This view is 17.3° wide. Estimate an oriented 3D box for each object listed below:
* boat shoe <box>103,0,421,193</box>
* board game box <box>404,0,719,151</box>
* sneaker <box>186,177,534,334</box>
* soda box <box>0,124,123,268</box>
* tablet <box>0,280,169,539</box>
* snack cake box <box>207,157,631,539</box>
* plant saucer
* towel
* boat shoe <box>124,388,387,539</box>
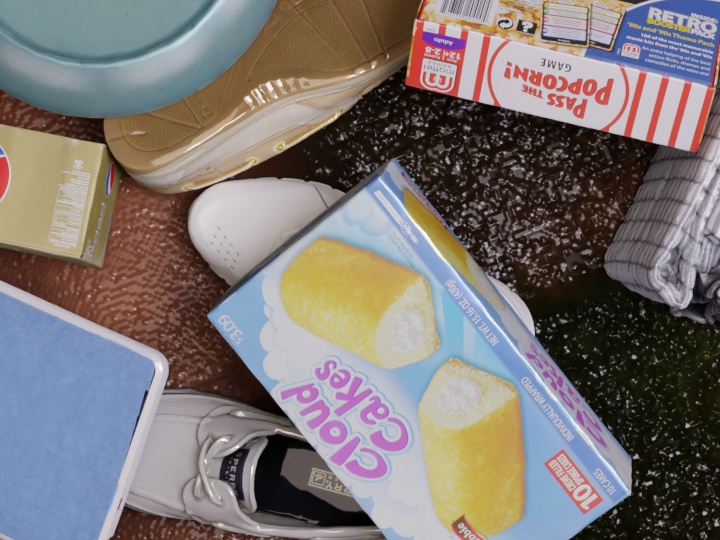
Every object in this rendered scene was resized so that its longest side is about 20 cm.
[{"bbox_3d":[-0.043,-0.104,1.276,0.199,0.069,0.074,-26,69,-3],"label":"boat shoe"},{"bbox_3d":[0.118,-0.158,1.221,0.150,0.046,0.201,14,46,5],"label":"board game box"},{"bbox_3d":[0.000,0.000,1.257,0.199,0.087,0.075,21,89,6],"label":"sneaker"},{"bbox_3d":[-0.233,-0.053,1.285,0.199,0.068,0.064,12,87,5],"label":"soda box"},{"bbox_3d":[-0.208,0.069,1.277,0.199,0.014,0.131,23,100,16],"label":"tablet"},{"bbox_3d":[0.031,0.059,1.183,0.115,0.067,0.200,-38,95,12],"label":"snack cake box"},{"bbox_3d":[-0.136,-0.181,1.243,0.199,0.027,0.202,0,82,3],"label":"plant saucer"},{"bbox_3d":[0.211,-0.063,1.210,0.085,0.166,0.201,27,89,-3],"label":"towel"},{"bbox_3d":[-0.061,0.109,1.264,0.199,0.066,0.072,15,87,4],"label":"boat shoe"}]
